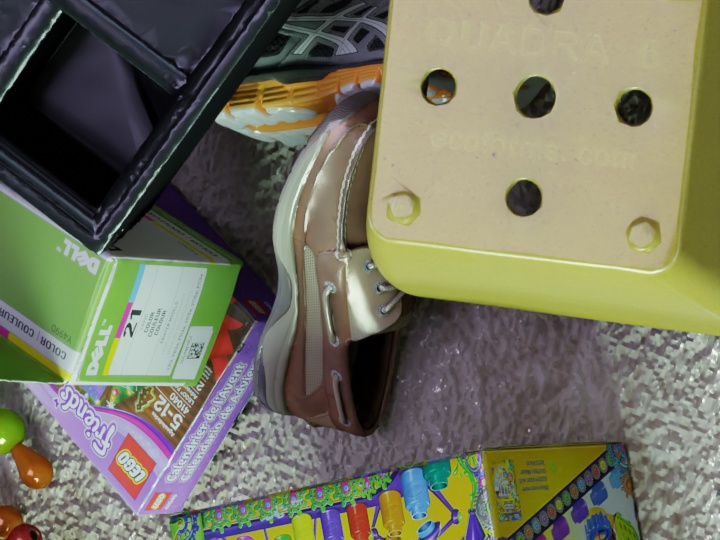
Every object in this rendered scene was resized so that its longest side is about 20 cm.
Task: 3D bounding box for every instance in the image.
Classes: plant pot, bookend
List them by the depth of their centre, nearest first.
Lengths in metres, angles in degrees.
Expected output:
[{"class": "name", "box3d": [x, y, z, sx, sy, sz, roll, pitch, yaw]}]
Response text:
[{"class": "plant pot", "box3d": [0.097, -0.073, 1.234, 0.200, 0.176, 0.200, 7, 94, 17]}, {"class": "bookend", "box3d": [-0.140, -0.151, 1.381, 0.199, 0.092, 0.200, 38, 110, 0]}]

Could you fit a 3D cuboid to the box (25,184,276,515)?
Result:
[{"class": "box", "box3d": [-0.136, 0.019, 1.546, 0.200, 0.039, 0.137, 45, 116, 31]}]

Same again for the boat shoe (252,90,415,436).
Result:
[{"class": "boat shoe", "box3d": [0.000, 0.000, 1.400, 0.072, 0.076, 0.200, 28, 134, 22]}]

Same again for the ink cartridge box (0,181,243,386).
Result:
[{"class": "ink cartridge box", "box3d": [-0.183, -0.005, 1.431, 0.148, 0.200, 0.076, 31, 107, 35]}]

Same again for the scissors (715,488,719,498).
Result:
[{"class": "scissors", "box3d": [0.219, 0.024, 1.278, 0.200, 0.014, 0.073, -42, 67, 32]}]

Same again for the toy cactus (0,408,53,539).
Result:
[{"class": "toy cactus", "box3d": [-0.266, 0.114, 1.625, 0.200, 0.102, 0.165, 51, 131, 13]}]

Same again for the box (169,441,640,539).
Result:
[{"class": "box", "box3d": [0.030, 0.194, 1.355, 0.200, 0.122, 0.193, -14, 80, 37]}]

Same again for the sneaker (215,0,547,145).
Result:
[{"class": "sneaker", "box3d": [0.009, -0.113, 1.413, 0.200, 0.078, 0.077, -3, 72, 34]}]
